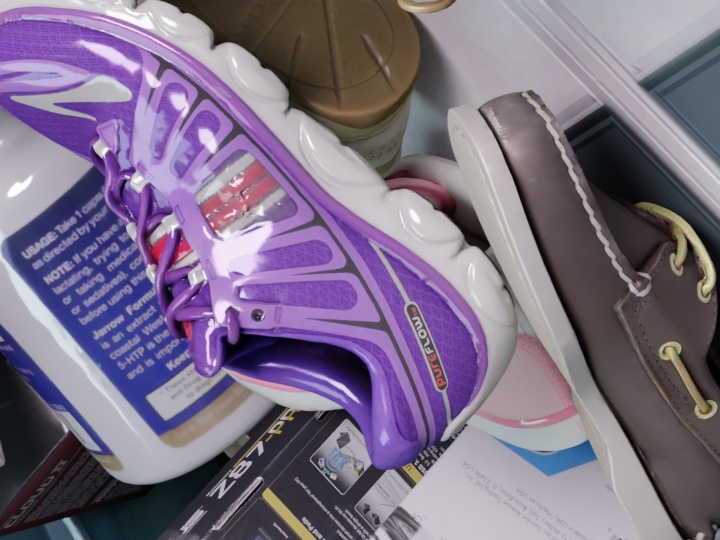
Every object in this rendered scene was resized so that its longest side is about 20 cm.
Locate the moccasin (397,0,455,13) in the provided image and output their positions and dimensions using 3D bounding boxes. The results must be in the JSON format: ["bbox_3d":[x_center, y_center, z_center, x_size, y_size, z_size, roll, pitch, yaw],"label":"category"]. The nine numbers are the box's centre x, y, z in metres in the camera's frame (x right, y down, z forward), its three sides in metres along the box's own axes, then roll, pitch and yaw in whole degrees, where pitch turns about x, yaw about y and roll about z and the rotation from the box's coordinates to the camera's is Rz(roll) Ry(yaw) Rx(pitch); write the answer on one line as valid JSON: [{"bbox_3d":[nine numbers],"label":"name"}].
[{"bbox_3d":[0.029,-0.105,0.634,0.201,0.074,0.078,-10,118,55],"label":"moccasin"}]

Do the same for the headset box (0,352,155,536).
[{"bbox_3d":[-0.169,0.042,1.149,0.149,0.075,0.200,45,-165,12],"label":"headset box"}]

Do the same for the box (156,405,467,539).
[{"bbox_3d":[0.026,0.139,1.001,0.200,0.161,0.049,48,160,-16],"label":"box"}]

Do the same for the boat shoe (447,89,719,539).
[{"bbox_3d":[0.085,0.014,0.777,0.201,0.059,0.072,61,-175,-38],"label":"boat shoe"}]

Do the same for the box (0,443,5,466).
[{"bbox_3d":[-0.215,-0.001,1.021,0.082,0.068,0.201,40,-153,-56],"label":"box"}]

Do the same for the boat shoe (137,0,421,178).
[{"bbox_3d":[-0.068,-0.099,0.829,0.200,0.073,0.063,31,154,12],"label":"boat shoe"}]

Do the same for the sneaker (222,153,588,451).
[{"bbox_3d":[0.000,0.000,0.888,0.199,0.076,0.105,11,148,44],"label":"sneaker"}]

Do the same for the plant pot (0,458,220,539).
[{"bbox_3d":[-0.169,0.149,1.314,0.198,0.188,0.202,8,108,25],"label":"plant pot"}]

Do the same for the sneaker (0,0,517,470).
[{"bbox_3d":[-0.045,-0.015,0.764,0.199,0.084,0.081,37,159,6],"label":"sneaker"}]

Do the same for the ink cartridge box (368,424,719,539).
[{"bbox_3d":[0.047,0.146,0.911,0.116,0.200,0.068,35,159,21],"label":"ink cartridge box"}]

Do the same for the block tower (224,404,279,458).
[{"bbox_3d":[-0.080,0.025,1.132,0.200,0.054,0.058,42,160,1],"label":"block tower"}]

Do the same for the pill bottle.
[{"bbox_3d":[-0.117,-0.021,1.010,0.200,0.120,0.119,51,159,-22],"label":"pill bottle"}]
